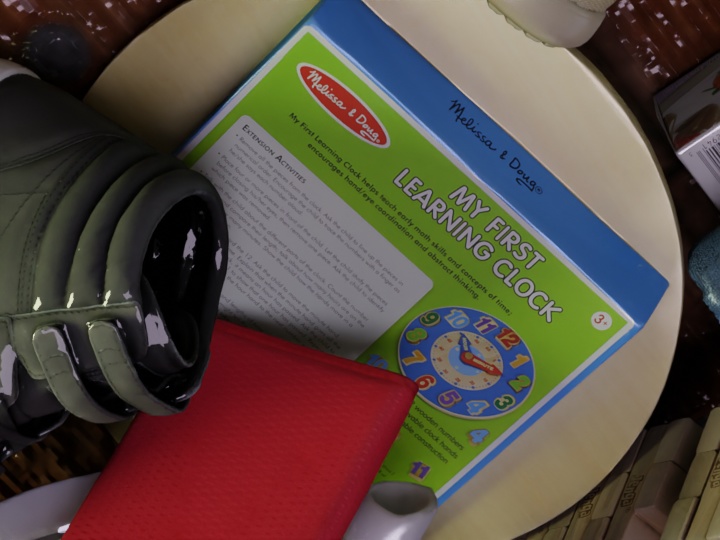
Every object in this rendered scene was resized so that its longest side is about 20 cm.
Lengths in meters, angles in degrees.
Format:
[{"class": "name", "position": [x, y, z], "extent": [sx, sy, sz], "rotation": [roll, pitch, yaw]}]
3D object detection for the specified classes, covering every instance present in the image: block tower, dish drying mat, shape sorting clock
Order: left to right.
[{"class": "dish drying mat", "position": [-0.059, 0.101, 0.853], "extent": [0.077, 0.200, 0.018], "rotation": [16, 147, 22]}, {"class": "shape sorting clock", "position": [0.000, 0.000, 0.920], "extent": [0.200, 0.039, 0.200], "rotation": [5, 117, 11]}, {"class": "block tower", "position": [0.110, 0.079, 0.919], "extent": [0.054, 0.058, 0.200], "rotation": [39, 149, -24]}]

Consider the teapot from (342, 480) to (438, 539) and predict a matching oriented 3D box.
[{"class": "teapot", "position": [-0.053, 0.186, 0.890], "extent": [0.197, 0.200, 0.146], "rotation": [-14, 136, 22]}]

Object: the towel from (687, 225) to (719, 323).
[{"class": "towel", "position": [0.201, -0.029, 0.908], "extent": [0.200, 0.049, 0.112], "rotation": [-33, 152, 13]}]

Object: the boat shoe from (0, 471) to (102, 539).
[{"class": "boat shoe", "position": [-0.127, 0.120, 0.935], "extent": [0.200, 0.066, 0.070], "rotation": [-22, 165, 10]}]

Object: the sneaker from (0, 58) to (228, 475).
[{"class": "sneaker", "position": [-0.107, 0.040, 0.858], "extent": [0.200, 0.099, 0.071], "rotation": [-66, 151, -11]}]

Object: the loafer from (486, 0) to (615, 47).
[{"class": "loafer", "position": [0.010, -0.146, 0.832], "extent": [0.200, 0.076, 0.068], "rotation": [38, 104, -27]}]

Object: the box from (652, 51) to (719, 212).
[{"class": "box", "position": [0.183, -0.085, 0.903], "extent": [0.200, 0.039, 0.041], "rotation": [-35, 119, 13]}]
